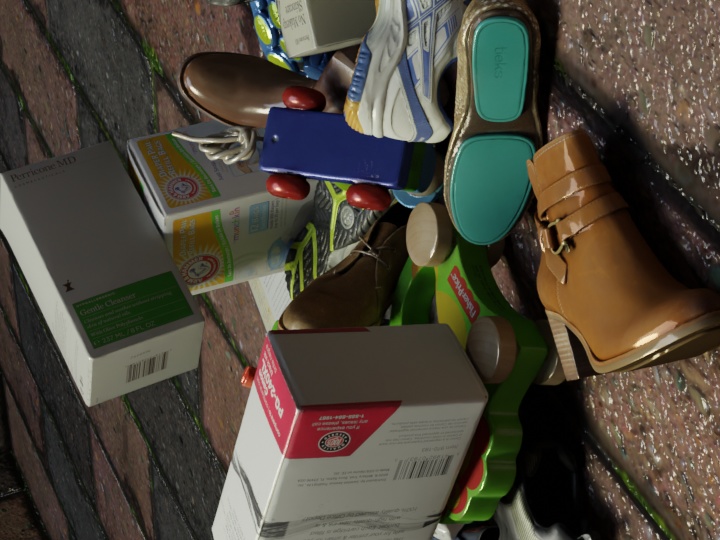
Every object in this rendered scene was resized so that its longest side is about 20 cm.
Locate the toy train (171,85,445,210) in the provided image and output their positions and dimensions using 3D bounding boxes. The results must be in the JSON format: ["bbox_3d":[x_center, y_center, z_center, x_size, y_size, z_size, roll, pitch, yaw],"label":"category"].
[{"bbox_3d":[-0.033,-0.091,1.398,0.200,0.116,0.085,8,85,28],"label":"toy train"}]

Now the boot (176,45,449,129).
[{"bbox_3d":[-0.041,-0.150,1.428,0.200,0.186,0.064,165,118,-73],"label":"boot"}]

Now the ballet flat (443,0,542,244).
[{"bbox_3d":[0.096,-0.112,1.251,0.065,0.070,0.200,-85,1,-51],"label":"ballet flat"}]

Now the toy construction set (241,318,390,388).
[{"bbox_3d":[-0.013,0.096,1.509,0.092,0.200,0.131,10,80,59],"label":"toy construction set"}]

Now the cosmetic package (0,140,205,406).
[{"bbox_3d":[-0.221,0.001,1.510,0.200,0.107,0.085,59,156,25],"label":"cosmetic package"}]

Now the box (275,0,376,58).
[{"bbox_3d":[-0.041,-0.280,1.470,0.082,0.068,0.201,177,80,-71],"label":"box"}]

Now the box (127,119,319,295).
[{"bbox_3d":[-0.098,-0.066,1.578,0.113,0.200,0.101,97,151,-46],"label":"box"}]

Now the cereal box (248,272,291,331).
[{"bbox_3d":[-0.074,0.013,1.809,0.144,0.039,0.200,118,134,-62],"label":"cereal box"}]

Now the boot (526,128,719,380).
[{"bbox_3d":[0.157,-0.014,1.119,0.200,0.074,0.155,159,101,-68],"label":"boot"}]

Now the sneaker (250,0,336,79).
[{"bbox_3d":[-0.064,-0.250,1.560,0.071,0.083,0.200,-30,88,45],"label":"sneaker"}]

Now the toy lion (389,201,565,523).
[{"bbox_3d":[0.069,0.078,1.329,0.192,0.068,0.200,-63,36,34],"label":"toy lion"}]

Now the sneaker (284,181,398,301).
[{"bbox_3d":[0.001,-0.041,1.527,0.200,0.076,0.076,-54,49,47],"label":"sneaker"}]

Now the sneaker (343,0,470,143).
[{"bbox_3d":[0.052,-0.190,1.284,0.075,0.088,0.201,-85,10,-81],"label":"sneaker"}]

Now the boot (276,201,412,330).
[{"bbox_3d":[0.000,0.000,1.400,0.073,0.200,0.076,24,124,21],"label":"boot"}]

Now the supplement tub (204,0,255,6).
[{"bbox_3d":[-0.061,-0.268,1.338,0.122,0.200,0.123,165,90,-71],"label":"supplement tub"}]

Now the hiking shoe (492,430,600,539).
[{"bbox_3d":[0.123,0.145,1.345,0.200,0.076,0.101,60,138,33],"label":"hiking shoe"}]

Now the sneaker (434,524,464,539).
[{"bbox_3d":[0.044,0.114,1.441,0.200,0.099,0.078,59,158,-17],"label":"sneaker"}]

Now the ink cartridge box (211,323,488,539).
[{"bbox_3d":[-0.013,0.140,1.275,0.083,0.145,0.200,-118,35,-43],"label":"ink cartridge box"}]

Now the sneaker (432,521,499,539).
[{"bbox_3d":[0.090,0.228,1.479,0.200,0.075,0.085,45,141,43],"label":"sneaker"}]
